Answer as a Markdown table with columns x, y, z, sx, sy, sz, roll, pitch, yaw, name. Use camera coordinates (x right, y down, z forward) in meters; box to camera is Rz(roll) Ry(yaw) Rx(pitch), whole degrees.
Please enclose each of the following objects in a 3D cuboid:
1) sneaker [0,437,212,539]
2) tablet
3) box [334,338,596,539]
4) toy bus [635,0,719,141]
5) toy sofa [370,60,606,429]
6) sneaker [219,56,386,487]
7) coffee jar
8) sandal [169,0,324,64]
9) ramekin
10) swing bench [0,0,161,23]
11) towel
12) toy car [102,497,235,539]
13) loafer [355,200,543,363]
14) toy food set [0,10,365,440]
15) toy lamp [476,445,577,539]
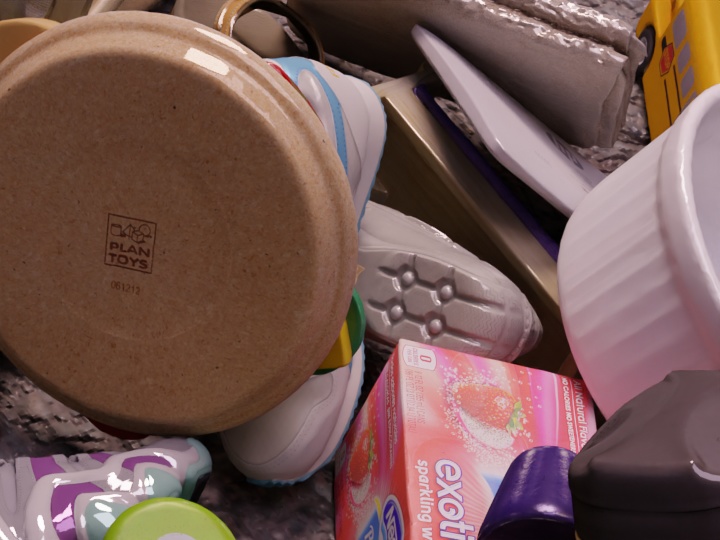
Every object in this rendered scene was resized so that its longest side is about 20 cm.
| x | y | z | sx | sy | sz | roll | pitch | yaw | name |
| --- | --- | --- | --- | --- | --- | --- | --- | --- | --- |
| -0.168 | 0.091 | 0.995 | 0.140 | 0.078 | 0.200 | 44 | 46 | 16 | sneaker |
| 0.110 | -0.047 | 1.211 | 0.200 | 0.014 | 0.130 | 36 | 15 | -37 | tablet |
| 0.051 | 0.142 | 1.039 | 0.102 | 0.095 | 0.200 | 13 | 46 | -15 | box |
| 0.207 | -0.091 | 1.341 | 0.065 | 0.078 | 0.200 | 13 | 46 | -14 | toy bus |
| 0.072 | -0.012 | 1.201 | 0.097 | 0.083 | 0.200 | -20 | 61 | -37 | toy sofa |
| -0.042 | 0.000 | 1.085 | 0.081 | 0.076 | 0.201 | 15 | 77 | -59 | sneaker |
| 0.141 | 0.144 | 0.919 | 0.085 | 0.201 | 0.104 | 0 | 21 | 30 | coffee jar |
| -0.052 | -0.114 | 1.225 | 0.080 | 0.054 | 0.200 | 18 | 20 | -17 | sandal |
| 0.186 | 0.020 | 1.108 | 0.200 | 0.098 | 0.201 | 28 | 46 | -33 | ramekin |
| -0.192 | -0.203 | 1.226 | 0.199 | 0.130 | 0.200 | 32 | 49 | 5 | swing bench |
| 0.052 | -0.127 | 1.236 | 0.200 | 0.133 | 0.035 | 21 | 74 | 7 | towel |
| -0.074 | 0.218 | 0.877 | 0.157 | 0.164 | 0.200 | 24 | 56 | -3 | toy car |
| 0.000 | 0.000 | 1.148 | 0.200 | 0.070 | 0.070 | 28 | 6 | 33 | loafer |
| -0.094 | -0.017 | 1.026 | 0.199 | 0.199 | 0.049 | -4 | 16 | 18 | toy food set |
| 0.068 | 0.155 | 0.926 | 0.058 | 0.058 | 0.200 | 18 | 44 | -9 | toy lamp |
